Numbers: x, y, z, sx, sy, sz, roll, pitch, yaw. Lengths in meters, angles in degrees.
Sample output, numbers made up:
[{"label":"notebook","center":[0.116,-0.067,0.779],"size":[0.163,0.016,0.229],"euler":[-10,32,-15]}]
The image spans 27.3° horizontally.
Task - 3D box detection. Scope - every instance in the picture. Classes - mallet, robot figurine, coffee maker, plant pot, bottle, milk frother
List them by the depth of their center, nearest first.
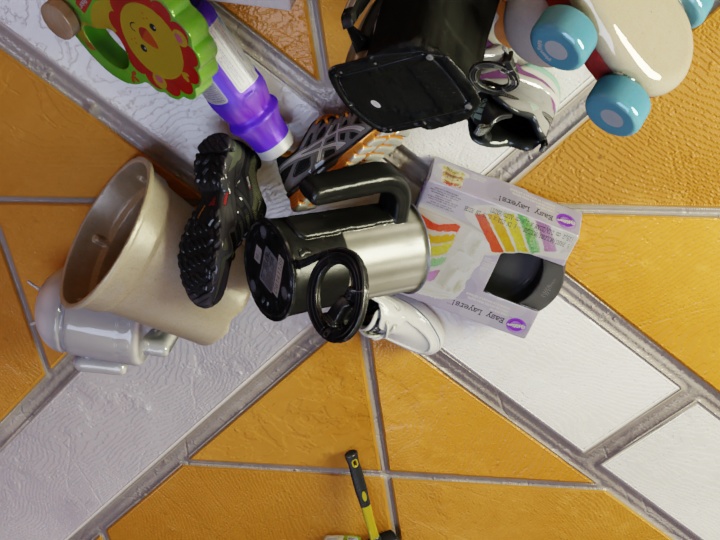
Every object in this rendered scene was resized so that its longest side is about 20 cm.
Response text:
[{"label":"coffee maker","center":[0.084,-0.250,1.467],"size":[0.190,0.201,0.135],"euler":[6,149,17]},{"label":"bottle","center":[-0.146,-0.211,1.653],"size":[0.065,0.083,0.200],"euler":[-42,118,-11]},{"label":"milk frother","center":[0.000,0.000,1.655],"size":[0.187,0.201,0.181],"euler":[-11,149,-30]},{"label":"plant pot","center":[-0.235,-0.006,1.795],"size":[0.183,0.202,0.200],"euler":[29,132,-27]},{"label":"robot figurine","center":[-0.333,0.057,1.906],"size":[0.198,0.113,0.171],"euler":[9,112,6]},{"label":"mallet","center":[0.017,0.336,2.107],"size":[0.065,0.041,0.201],"euler":[-17,118,-20]}]

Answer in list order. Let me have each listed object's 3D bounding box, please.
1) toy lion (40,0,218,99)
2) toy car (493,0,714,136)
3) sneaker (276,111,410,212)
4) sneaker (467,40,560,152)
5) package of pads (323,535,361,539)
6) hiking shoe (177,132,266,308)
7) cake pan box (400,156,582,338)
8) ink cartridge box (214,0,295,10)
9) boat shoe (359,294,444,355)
[{"label":"toy lion","center":[-0.236,-0.257,1.574],"size":[0.192,0.069,0.200],"euler":[48,151,-6]},{"label":"toy car","center":[0.220,-0.245,1.507],"size":[0.177,0.185,0.199],"euler":[45,155,-24]},{"label":"sneaker","center":[-0.019,-0.149,1.682],"size":[0.199,0.078,0.078],"euler":[-36,75,21]},{"label":"sneaker","center":[0.120,-0.190,1.563],"size":[0.199,0.140,0.078],"euler":[24,132,-7]},{"label":"package of pads","center":[-0.034,0.513,2.190],"size":[0.068,0.155,0.201],"euler":[3,130,11]},{"label":"hiking shoe","center":[-0.147,-0.053,1.713],"size":[0.075,0.202,0.100],"euler":[8,178,43]},{"label":"cake pan box","center":[0.146,-0.022,1.761],"size":[0.199,0.053,0.185],"euler":[21,133,-3]},{"label":"ink cartridge box","center":[-0.128,-0.376,1.506],"size":[0.145,0.084,0.201],"euler":[9,132,8]},{"label":"boat shoe","center":[0.018,0.056,1.848],"size":[0.199,0.066,0.074],"euler":[33,129,-14]}]
